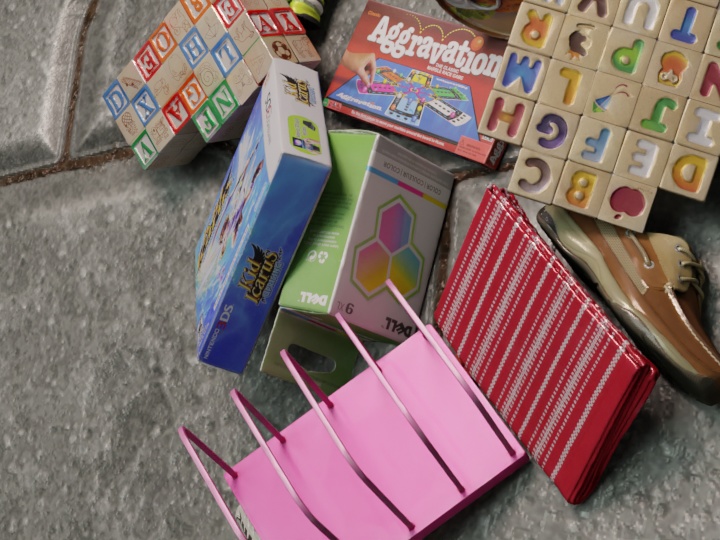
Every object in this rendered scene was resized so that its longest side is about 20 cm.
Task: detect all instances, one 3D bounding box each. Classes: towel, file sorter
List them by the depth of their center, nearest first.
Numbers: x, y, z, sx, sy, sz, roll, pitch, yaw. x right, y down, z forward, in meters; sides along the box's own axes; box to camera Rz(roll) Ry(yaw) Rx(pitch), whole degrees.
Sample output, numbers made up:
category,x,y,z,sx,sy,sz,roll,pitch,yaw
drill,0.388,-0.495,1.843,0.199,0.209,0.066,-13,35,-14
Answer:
category,x,y,z,sx,sy,sz,roll,pitch,yaw
towel,0.128,0.053,1.201,0.200,0.022,0.145,54,139,35
file sorter,-0.010,0.123,1.214,0.200,0.125,0.139,-36,55,0

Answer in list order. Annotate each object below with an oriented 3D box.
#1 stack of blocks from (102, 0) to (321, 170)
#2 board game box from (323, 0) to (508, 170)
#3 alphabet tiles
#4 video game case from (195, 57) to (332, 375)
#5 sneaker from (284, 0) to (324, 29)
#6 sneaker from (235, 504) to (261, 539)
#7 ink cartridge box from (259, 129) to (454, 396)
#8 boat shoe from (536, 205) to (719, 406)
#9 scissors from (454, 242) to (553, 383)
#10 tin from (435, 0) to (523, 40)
category,x,y,z,sx,sy,sz,roll,pitch,yaw
stack of blocks,-0.136,-0.171,1.493,0.200,0.059,0.115,-42,71,38
board game box,0.057,-0.158,1.391,0.200,0.019,0.103,24,89,43
alphabet tiles,0.181,-0.134,1.169,0.166,0.006,0.200,18,87,10
video game case,-0.084,-0.047,1.364,0.181,0.045,0.200,-98,29,-60
sneaker,-0.091,-0.288,1.541,0.200,0.074,0.081,31,88,36
sneaker,-0.056,0.257,1.291,0.082,0.078,0.200,-51,44,25
ink cartridge box,0.000,0.000,1.321,0.059,0.104,0.200,8,79,43
boat shoe,0.202,0.004,1.169,0.074,0.076,0.200,-38,55,3
scissors,0.083,0.060,1.288,0.073,0.014,0.200,23,90,43
tin,0.148,-0.217,1.266,0.200,0.112,0.042,5,62,33
